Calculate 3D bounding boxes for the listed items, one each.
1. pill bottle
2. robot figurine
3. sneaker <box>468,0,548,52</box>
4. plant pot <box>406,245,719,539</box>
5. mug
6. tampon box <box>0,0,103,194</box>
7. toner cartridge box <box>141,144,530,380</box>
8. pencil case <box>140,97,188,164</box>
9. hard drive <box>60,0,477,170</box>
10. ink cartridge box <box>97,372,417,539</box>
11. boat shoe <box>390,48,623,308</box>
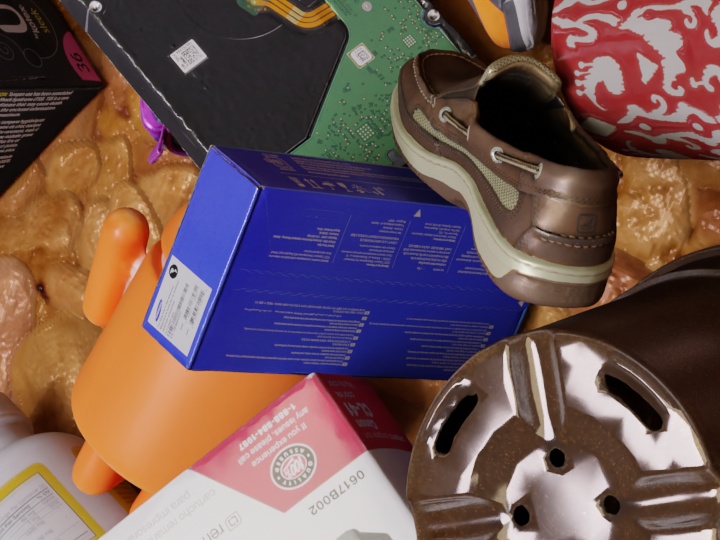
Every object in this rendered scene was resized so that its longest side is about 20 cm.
[{"bbox_3d":[-0.159,0.158,1.413,0.200,0.112,0.112,44,116,23],"label":"pill bottle"},{"bbox_3d":[-0.073,0.040,1.344,0.200,0.116,0.144,-57,40,23],"label":"robot figurine"},{"bbox_3d":[0.018,-0.186,1.245,0.112,0.078,0.200,-11,120,17],"label":"sneaker"},{"bbox_3d":[0.133,0.091,1.163,0.200,0.198,0.201,2,94,34],"label":"plant pot"},{"bbox_3d":[0.203,-0.112,1.146,0.200,0.177,0.134,0,114,50],"label":"mug"},{"bbox_3d":[-0.272,-0.097,1.460,0.200,0.126,0.150,-42,72,28],"label":"tampon box"},{"bbox_3d":[0.000,0.000,1.240,0.043,0.200,0.095,41,115,41],"label":"toner cartridge box"},{"bbox_3d":[-0.105,-0.161,1.363,0.200,0.092,0.085,64,160,11],"label":"pencil case"},{"bbox_3d":[-0.042,-0.114,1.293,0.140,0.038,0.200,-38,81,-16],"label":"hard drive"},{"bbox_3d":[-0.010,0.168,1.206,0.147,0.086,0.200,-38,72,10],"label":"ink cartridge box"},{"bbox_3d":[0.070,-0.062,1.180,0.202,0.074,0.075,-124,40,-54],"label":"boat shoe"}]
